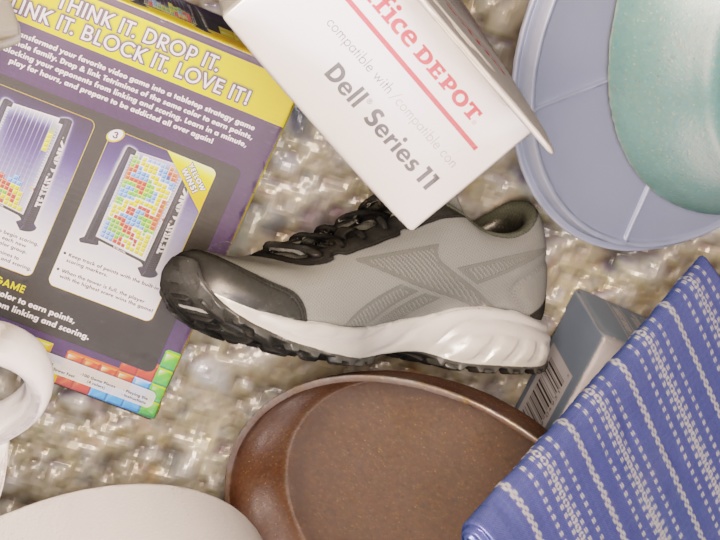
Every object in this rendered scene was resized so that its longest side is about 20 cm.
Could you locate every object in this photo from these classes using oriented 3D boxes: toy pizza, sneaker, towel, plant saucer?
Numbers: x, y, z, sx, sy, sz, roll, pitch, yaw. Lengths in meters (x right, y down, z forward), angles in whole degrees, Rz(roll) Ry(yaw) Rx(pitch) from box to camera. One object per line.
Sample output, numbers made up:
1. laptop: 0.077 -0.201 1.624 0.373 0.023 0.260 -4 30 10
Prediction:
1. toy pizza: 0.138 -0.102 1.073 0.200 0.032 0.201 -20 127 -28
2. sneaker: 0.000 0.000 1.084 0.199 0.074 0.080 2 96 -41
3. towel: 0.119 0.106 1.059 0.024 0.200 0.145 -7 117 43
4. plant saucer: 0.190 -0.106 1.064 0.199 0.036 0.201 -19 127 -28
5. plant saucer: 0.036 0.118 1.129 0.199 0.035 0.201 17 131 20

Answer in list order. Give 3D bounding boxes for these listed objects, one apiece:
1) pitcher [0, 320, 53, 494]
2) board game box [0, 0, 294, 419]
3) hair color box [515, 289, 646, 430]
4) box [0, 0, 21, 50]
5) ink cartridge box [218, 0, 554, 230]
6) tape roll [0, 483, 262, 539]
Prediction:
1. pitcher: -0.236 0.062 1.057 0.199 0.122 0.172 15 132 -18
2. board game box: -0.146 -0.051 1.072 0.199 0.057 0.166 22 104 -15
3. hair color box: 0.167 0.097 1.172 0.199 0.061 0.099 23 105 -15
4. box: -0.249 -0.110 0.964 0.199 0.109 0.128 -18 94 16
5. ink cartridge box: 0.000 -0.094 0.999 0.067 0.200 0.117 -39 111 7
6. tape roll: -0.105 0.208 1.088 0.202 0.139 0.203 -17 140 -15
